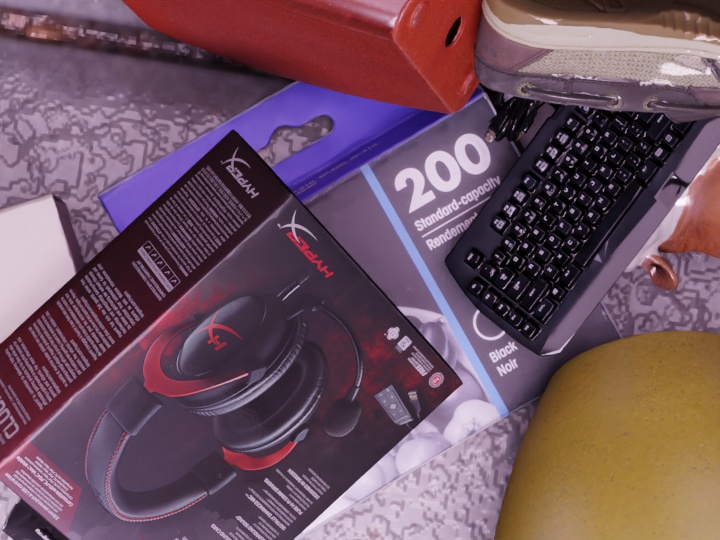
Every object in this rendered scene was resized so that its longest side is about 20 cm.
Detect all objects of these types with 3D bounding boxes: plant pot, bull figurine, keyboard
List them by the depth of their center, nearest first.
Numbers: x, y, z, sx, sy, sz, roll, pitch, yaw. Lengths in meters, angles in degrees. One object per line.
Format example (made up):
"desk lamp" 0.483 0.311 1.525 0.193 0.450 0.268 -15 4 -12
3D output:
"plant pot" -0.005 -0.182 1.092 0.176 0.200 0.200 31 87 18
"keyboard" 0.106 -0.066 1.123 0.104 0.040 0.200 39 97 21
"plant pot" 0.149 0.113 1.138 0.199 0.200 0.143 -4 63 -3
"bull figurine" 0.206 -0.041 1.167 0.199 0.122 0.065 4 50 -20

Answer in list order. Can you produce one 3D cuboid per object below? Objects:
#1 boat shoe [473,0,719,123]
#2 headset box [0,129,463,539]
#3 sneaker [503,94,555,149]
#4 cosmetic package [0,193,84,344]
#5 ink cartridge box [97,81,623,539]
"boat shoe" 0.146 -0.100 1.076 0.200 0.066 0.072 5 48 -13
"headset box" -0.077 0.061 1.097 0.200 0.075 0.149 -42 127 0
"sneaker" 0.107 -0.139 1.181 0.070 0.080 0.201 0 93 -4
"cosmetic package" -0.227 0.028 1.147 0.199 0.104 0.073 -19 90 -5
"ink cartridge box" 0.000 0.000 1.191 0.198 0.043 0.201 -30 90 -2
